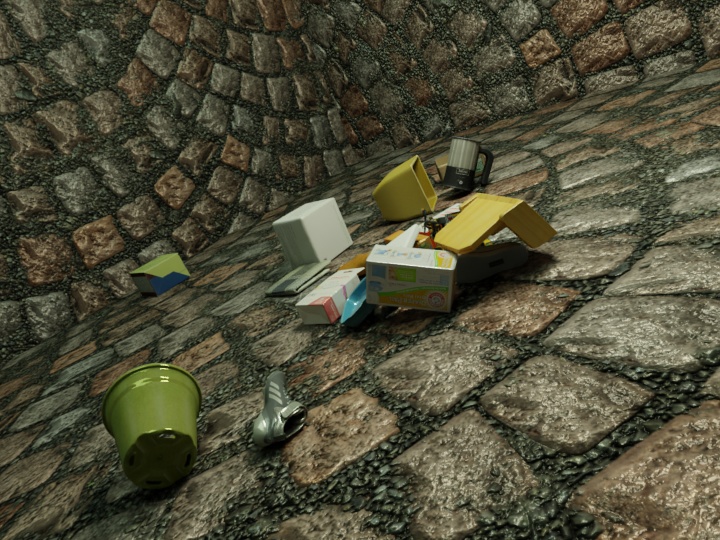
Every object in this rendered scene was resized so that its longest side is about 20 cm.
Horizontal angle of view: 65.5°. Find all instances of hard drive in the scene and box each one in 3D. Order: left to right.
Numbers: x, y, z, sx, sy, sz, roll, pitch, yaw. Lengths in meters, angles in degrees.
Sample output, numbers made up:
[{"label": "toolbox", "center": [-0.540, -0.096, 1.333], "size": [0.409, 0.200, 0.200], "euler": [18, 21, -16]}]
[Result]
[{"label": "hard drive", "center": [0.096, -0.050, 1.560], "size": [0.132, 0.027, 0.200], "euler": [-36, 12, 28]}]

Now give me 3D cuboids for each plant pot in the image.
[{"label": "plant pot", "center": [-0.398, 0.315, 1.095], "size": [0.199, 0.201, 0.184], "euler": [-27, 29, -13]}, {"label": "plant pot", "center": [0.162, -0.300, 2.167], "size": [0.199, 0.195, 0.196], "euler": [-22, 16, 22]}]

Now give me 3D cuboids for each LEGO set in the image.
[{"label": "LEGO set", "center": [0.244, -0.094, 1.494], "size": [0.199, 0.155, 0.116], "euler": [2, 12, 40]}]

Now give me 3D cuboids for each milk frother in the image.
[{"label": "milk frother", "center": [0.397, -0.411, 2.173], "size": [0.179, 0.190, 0.200], "euler": [7, 12, -22]}]

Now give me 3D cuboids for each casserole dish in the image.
[{"label": "casserole dish", "center": [0.004, 0.077, 1.426], "size": [0.121, 0.039, 0.200], "euler": [-49, 10, 17]}]

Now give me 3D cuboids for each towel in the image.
[{"label": "towel", "center": [-0.211, 0.031, 1.933], "size": [0.192, 0.035, 0.200], "euler": [-8, 25, 48]}]

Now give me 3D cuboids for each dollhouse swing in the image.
[{"label": "dollhouse swing", "center": [0.312, -0.078, 1.331], "size": [0.176, 0.181, 0.200], "euler": [-55, 23, -2]}]

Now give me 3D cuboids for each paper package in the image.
[{"label": "paper package", "center": [0.427, -0.444, 2.382], "size": [0.199, 0.104, 0.191], "euler": [-19, 19, 10]}]

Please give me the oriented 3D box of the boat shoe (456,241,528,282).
[{"label": "boat shoe", "center": [0.300, -0.031, 1.367], "size": [0.201, 0.075, 0.086], "euler": [-18, 19, 7]}]

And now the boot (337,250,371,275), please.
[{"label": "boot", "center": [0.000, -0.001, 1.699], "size": [0.143, 0.071, 0.201], "euler": [-29, 15, 5]}]

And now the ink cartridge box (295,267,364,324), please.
[{"label": "ink cartridge box", "center": [-0.070, 0.070, 1.560], "size": [0.116, 0.068, 0.200], "euler": [-6, 26, 44]}]

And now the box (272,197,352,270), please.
[{"label": "box", "center": [-0.176, -0.135, 2.077], "size": [0.171, 0.200, 0.200], "euler": [-5, 25, 44]}]

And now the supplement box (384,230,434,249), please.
[{"label": "supplement box", "center": [0.148, -0.074, 1.707], "size": [0.066, 0.069, 0.200], "euler": [-29, 16, -15]}]

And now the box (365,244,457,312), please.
[{"label": "box", "center": [0.119, 0.017, 1.292], "size": [0.198, 0.113, 0.101], "euler": [5, 25, 14]}]

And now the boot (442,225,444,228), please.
[{"label": "boot", "center": [0.353, -0.147, 1.635], "size": [0.167, 0.077, 0.200], "euler": [-25, 21, -15]}]

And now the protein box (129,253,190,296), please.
[{"label": "protein box", "center": [-0.998, 0.022, 2.785], "size": [0.199, 0.136, 0.198], "euler": [-2, 27, 48]}]

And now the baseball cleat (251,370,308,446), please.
[{"label": "baseball cleat", "center": [-0.148, 0.267, 1.100], "size": [0.106, 0.070, 0.200], "euler": [-13, 28, 11]}]

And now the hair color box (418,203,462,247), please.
[{"label": "hair color box", "center": [0.266, -0.142, 1.761], "size": [0.199, 0.062, 0.101], "euler": [-31, 19, -19]}]
